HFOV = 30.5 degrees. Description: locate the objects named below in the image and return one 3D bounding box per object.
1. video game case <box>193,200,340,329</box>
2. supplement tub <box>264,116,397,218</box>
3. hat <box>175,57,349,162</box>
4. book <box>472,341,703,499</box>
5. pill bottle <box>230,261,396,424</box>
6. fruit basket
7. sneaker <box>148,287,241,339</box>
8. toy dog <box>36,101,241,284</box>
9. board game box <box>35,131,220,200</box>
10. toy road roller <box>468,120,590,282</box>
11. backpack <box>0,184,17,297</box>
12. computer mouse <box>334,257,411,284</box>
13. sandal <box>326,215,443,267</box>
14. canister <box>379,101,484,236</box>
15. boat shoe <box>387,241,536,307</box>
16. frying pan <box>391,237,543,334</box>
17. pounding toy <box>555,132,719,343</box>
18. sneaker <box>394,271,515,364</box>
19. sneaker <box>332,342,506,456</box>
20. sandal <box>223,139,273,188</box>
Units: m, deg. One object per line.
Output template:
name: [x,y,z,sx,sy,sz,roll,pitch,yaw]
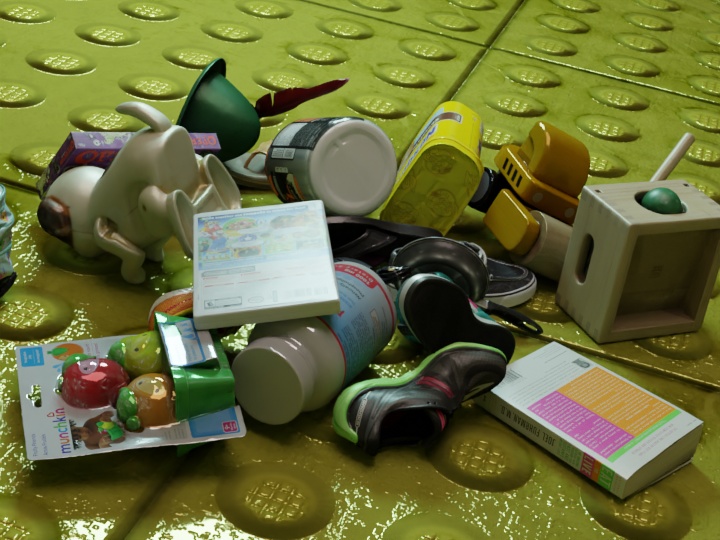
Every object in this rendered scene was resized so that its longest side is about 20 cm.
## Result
video game case: [-0.099,-0.010,1.340,0.141,0.018,0.201,-7,32,-3]
supplement tub: [-0.044,-0.131,1.657,0.121,0.124,0.200,-3,6,-22]
hat: [-0.139,-0.169,1.708,0.174,0.200,0.167,25,63,3]
book: [0.233,0.150,1.366,0.133,0.049,0.199,-20,39,-39]
pill bottle: [-0.048,0.074,1.339,0.108,0.110,0.200,20,29,18]
fruit basket: [-0.220,0.105,1.245,0.197,0.095,0.186,0,30,-18]
sneaker: [-0.127,0.034,1.390,0.198,0.073,0.077,-30,35,-3]
toy dog: [-0.269,-0.077,1.487,0.198,0.195,0.140,-15,33,27]
board game box: [-0.282,-0.127,1.608,0.198,0.120,0.033,-4,61,-38]
toy road roller: [0.235,-0.095,1.676,0.122,0.147,0.201,21,24,-31]
backpack: [-0.450,-0.022,1.372,0.166,0.128,0.199,23,28,30]
computer mouse: [0.000,0.000,1.475,0.058,0.035,0.199,-14,4,-29]
sandal: [0.010,-0.026,1.593,0.198,0.076,0.048,3,55,-15]
canister: [0.098,-0.128,1.715,0.086,0.149,0.200,32,24,-6]
boat shoe: [0.124,-0.001,1.577,0.197,0.069,0.072,2,29,-17]
frying pan: [0.112,0.037,1.517,0.114,0.190,0.031,-26,29,31]
pounding toy: [0.344,-0.043,1.587,0.182,0.202,0.142,-5,31,-26]
sneaker: [0.075,0.039,1.418,0.120,0.084,0.200,30,-5,42]
sneaker: [0.068,0.136,1.314,0.198,0.077,0.084,-22,46,-25]
sandal: [-0.099,-0.150,1.793,0.197,0.055,0.081,1,29,-16]
